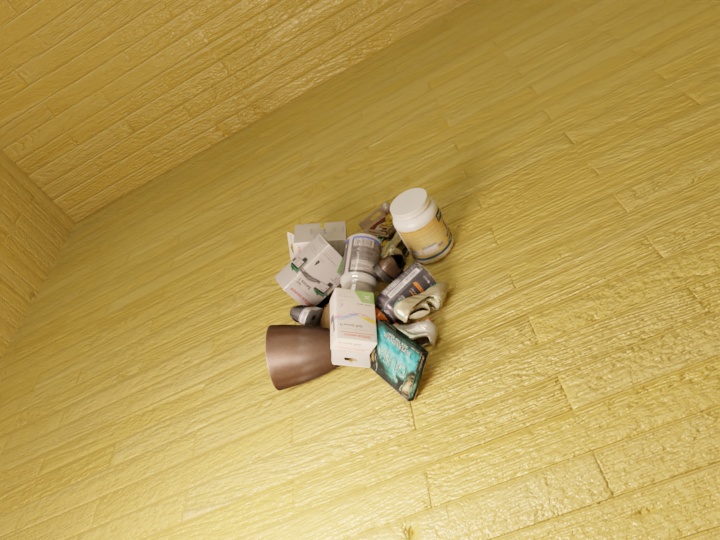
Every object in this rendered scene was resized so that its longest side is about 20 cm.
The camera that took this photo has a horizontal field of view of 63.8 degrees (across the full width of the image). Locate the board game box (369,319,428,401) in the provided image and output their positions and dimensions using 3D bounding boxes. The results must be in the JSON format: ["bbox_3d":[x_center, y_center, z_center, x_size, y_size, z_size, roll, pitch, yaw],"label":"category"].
[{"bbox_3d":[0.091,0.228,1.492,0.200,0.028,0.136,33,112,54],"label":"board game box"}]

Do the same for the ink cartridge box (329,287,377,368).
[{"bbox_3d":[-0.019,0.153,1.552,0.067,0.116,0.201,119,154,-50],"label":"ink cartridge box"}]

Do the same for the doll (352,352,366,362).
[{"bbox_3d":[-0.024,0.178,1.610,0.048,0.136,0.201,-42,49,36],"label":"doll"}]

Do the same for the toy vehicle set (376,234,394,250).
[{"bbox_3d":[0.032,-0.036,1.921,0.123,0.027,0.201,-4,45,36],"label":"toy vehicle set"}]

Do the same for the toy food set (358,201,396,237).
[{"bbox_3d":[0.095,-0.184,1.982,0.143,0.061,0.200,-38,24,-17],"label":"toy food set"}]

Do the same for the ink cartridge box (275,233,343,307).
[{"bbox_3d":[-0.142,0.010,1.795,0.200,0.146,0.084,-44,41,2],"label":"ink cartridge box"}]

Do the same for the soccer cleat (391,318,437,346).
[{"bbox_3d":[0.113,0.183,1.567,0.199,0.069,0.078,-14,48,25],"label":"soccer cleat"}]

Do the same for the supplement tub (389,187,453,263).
[{"bbox_3d":[0.185,-0.135,1.763,0.144,0.200,0.145,-21,37,17],"label":"supplement tub"}]

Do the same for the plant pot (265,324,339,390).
[{"bbox_3d":[-0.147,0.232,1.642,0.198,0.188,0.188,-10,39,7],"label":"plant pot"}]

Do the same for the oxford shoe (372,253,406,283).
[{"bbox_3d":[0.105,-0.004,1.706,0.084,0.200,0.073,-42,76,9],"label":"oxford shoe"}]

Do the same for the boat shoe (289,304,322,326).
[{"bbox_3d":[-0.166,0.136,1.746,0.066,0.200,0.070,21,90,12],"label":"boat shoe"}]

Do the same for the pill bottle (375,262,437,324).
[{"bbox_3d":[0.118,0.079,1.649,0.200,0.106,0.106,-43,36,-11],"label":"pill bottle"}]

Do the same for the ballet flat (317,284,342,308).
[{"bbox_3d":[-0.108,0.089,1.862,0.199,0.067,0.046,-35,56,4],"label":"ballet flat"}]

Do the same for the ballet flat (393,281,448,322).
[{"bbox_3d":[0.182,0.091,1.587,0.199,0.070,0.069,-23,28,-28],"label":"ballet flat"}]

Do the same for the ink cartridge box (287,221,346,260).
[{"bbox_3d":[-0.141,-0.072,1.915,0.198,0.129,0.126,-5,33,0],"label":"ink cartridge box"}]

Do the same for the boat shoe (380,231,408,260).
[{"bbox_3d":[0.128,-0.069,1.847,0.063,0.073,0.201,-6,36,40],"label":"boat shoe"}]

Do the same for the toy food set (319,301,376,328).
[{"bbox_3d":[-0.040,0.137,1.759,0.199,0.049,0.199,-3,46,36],"label":"toy food set"}]

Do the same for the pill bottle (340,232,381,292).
[{"bbox_3d":[0.000,0.000,1.725,0.113,0.114,0.201,-11,55,29],"label":"pill bottle"}]
